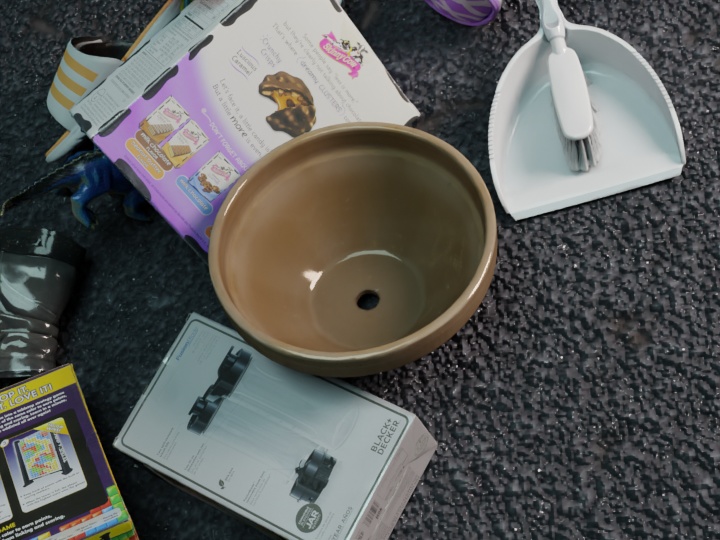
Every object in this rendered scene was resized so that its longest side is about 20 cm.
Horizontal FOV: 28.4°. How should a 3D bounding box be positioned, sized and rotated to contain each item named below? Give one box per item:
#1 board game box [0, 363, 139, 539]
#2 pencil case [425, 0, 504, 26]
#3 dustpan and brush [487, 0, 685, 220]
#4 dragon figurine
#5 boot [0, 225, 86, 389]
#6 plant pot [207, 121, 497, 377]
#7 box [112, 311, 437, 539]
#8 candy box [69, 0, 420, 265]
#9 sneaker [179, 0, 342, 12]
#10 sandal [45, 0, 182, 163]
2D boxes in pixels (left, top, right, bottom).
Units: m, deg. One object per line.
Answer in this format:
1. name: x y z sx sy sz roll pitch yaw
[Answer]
1. board game box: -0.271 0.172 1.005 0.199 0.057 0.166 -21 44 -11
2. pencil case: 0.107 -0.290 1.125 0.085 0.084 0.201 29 74 -2
3. dustpan and brush: 0.151 -0.151 1.056 0.139 0.057 0.201 -15 61 13
4. dragon figurine: -0.195 -0.090 1.108 0.059 0.199 0.100 46 124 33
5. boot: -0.321 0.029 1.140 0.199 0.070 0.132 4 72 26
6. plant pot: 0.000 0.000 1.008 0.200 0.093 0.202 -5 55 8
7. box: -0.061 0.121 1.000 0.199 0.060 0.117 21 74 27
8. candy box: -0.082 -0.117 1.057 0.200 0.168 0.072 -42 33 -4
9. sneaker: -0.079 -0.230 1.133 0.079 0.130 0.201 -11 60 33
10. sandal: -0.204 -0.180 1.163 0.059 0.079 0.207 38 104 -10
